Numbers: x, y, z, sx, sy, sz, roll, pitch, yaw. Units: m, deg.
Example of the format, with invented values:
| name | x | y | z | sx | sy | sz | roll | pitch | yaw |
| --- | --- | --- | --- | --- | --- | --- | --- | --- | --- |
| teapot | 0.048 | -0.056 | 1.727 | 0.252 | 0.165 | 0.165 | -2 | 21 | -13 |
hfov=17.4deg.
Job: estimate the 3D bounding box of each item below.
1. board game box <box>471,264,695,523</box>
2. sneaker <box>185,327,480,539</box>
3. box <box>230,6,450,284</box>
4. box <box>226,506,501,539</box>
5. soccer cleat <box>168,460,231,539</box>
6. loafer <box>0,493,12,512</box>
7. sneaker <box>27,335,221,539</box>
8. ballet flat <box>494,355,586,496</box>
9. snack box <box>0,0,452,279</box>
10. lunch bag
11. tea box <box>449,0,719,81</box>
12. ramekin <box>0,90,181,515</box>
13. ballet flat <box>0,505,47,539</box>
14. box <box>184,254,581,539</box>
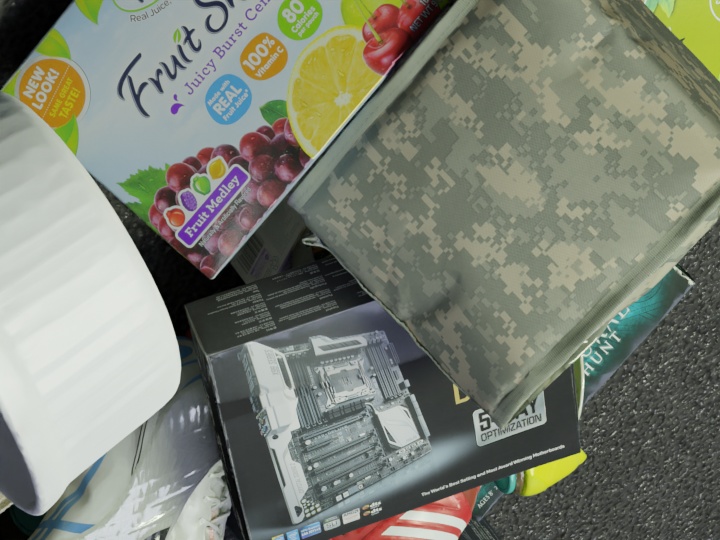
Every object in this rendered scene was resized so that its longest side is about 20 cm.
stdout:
| name | x | y | z | sx | sy | sz | roll | pitch | yaw |
| --- | --- | --- | --- | --- | --- | --- | --- | --- | --- |
| board game box | 0.086 | 0.036 | 1.426 | 0.135 | 0.028 | 0.200 | 39 | 99 | -10 |
| sneaker | -0.026 | 0.111 | 1.361 | 0.078 | 0.199 | 0.116 | 117 | -2 | -61 |
| box | -0.008 | -0.068 | 1.326 | 0.038 | 0.041 | 0.201 | 4 | 125 | -44 |
| box | 0.015 | 0.183 | 1.517 | 0.104 | 0.148 | 0.200 | -43 | 142 | 8 |
| soccer cleat | -0.107 | 0.158 | 1.445 | 0.069 | 0.078 | 0.201 | 0 | 128 | -39 |
| loafer | -0.200 | 0.098 | 1.308 | 0.200 | 0.076 | 0.068 | -46 | 136 | 8 |
| sneaker | -0.138 | 0.125 | 1.332 | 0.072 | 0.073 | 0.200 | 33 | 102 | -33 |
| ballet flat | 0.096 | 0.036 | 1.382 | 0.066 | 0.067 | 0.202 | -16 | 110 | -12 |
| snack box | -0.060 | -0.118 | 1.155 | 0.200 | 0.142 | 0.053 | -49 | -178 | 12 |
| lunch bag | 0.080 | -0.043 | 1.167 | 0.200 | 0.164 | 0.118 | -46 | 175 | 20 |
| tea box | 0.161 | -0.144 | 1.312 | 0.195 | 0.134 | 0.201 | -12 | 136 | -29 |
| ramekin | -0.173 | 0.010 | 1.147 | 0.097 | 0.200 | 0.201 | -34 | 143 | -18 |
| ballet flat | -0.200 | 0.161 | 1.387 | 0.200 | 0.068 | 0.075 | -39 | 152 | -6 |
| box | 0.016 | 0.059 | 1.277 | 0.198 | 0.050 | 0.159 | -18 | 130 | -10 |
